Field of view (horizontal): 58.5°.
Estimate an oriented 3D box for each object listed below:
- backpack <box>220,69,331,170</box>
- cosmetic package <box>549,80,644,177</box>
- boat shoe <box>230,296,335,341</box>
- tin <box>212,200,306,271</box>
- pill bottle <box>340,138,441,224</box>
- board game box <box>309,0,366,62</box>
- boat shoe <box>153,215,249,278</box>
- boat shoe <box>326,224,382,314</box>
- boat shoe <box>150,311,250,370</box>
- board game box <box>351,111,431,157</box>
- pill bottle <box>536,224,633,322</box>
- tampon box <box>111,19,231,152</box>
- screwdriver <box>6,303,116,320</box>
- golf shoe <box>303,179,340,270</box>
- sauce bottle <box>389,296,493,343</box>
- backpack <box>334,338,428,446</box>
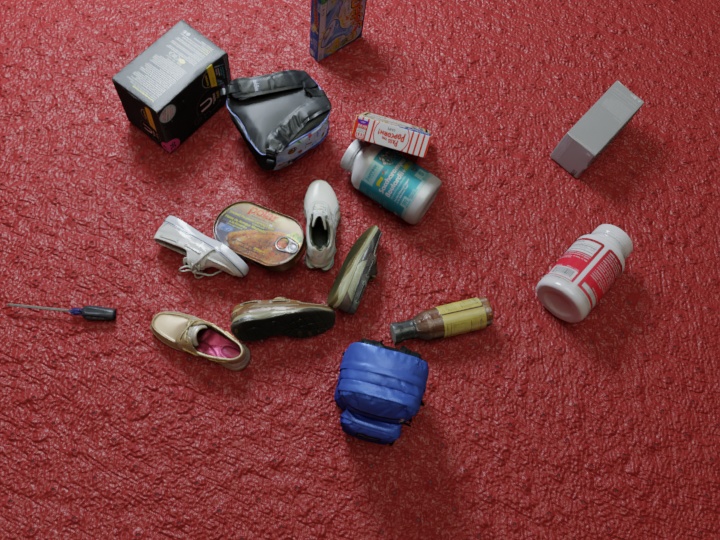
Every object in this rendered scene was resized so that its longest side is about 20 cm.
[{"bbox_3d":[-0.158,-0.314,1.334,0.190,0.154,0.200,-31,81,-8],"label":"backpack"},{"bbox_3d":[0.525,-0.312,1.429,0.200,0.107,0.090,-41,79,-20],"label":"cosmetic package"},{"bbox_3d":[-0.148,0.081,1.224,0.200,0.076,0.074,-2,41,-18],"label":"boat shoe"},{"bbox_3d":[-0.197,-0.068,1.268,0.200,0.042,0.112,23,76,22],"label":"tin"},{"bbox_3d":[0.059,-0.190,1.330,0.200,0.111,0.111,33,69,7],"label":"pill bottle"},{"bbox_3d":[-0.048,-0.565,1.414,0.135,0.200,0.034,-37,77,-17],"label":"board game box"},{"bbox_3d":[-0.318,-0.025,1.247,0.202,0.075,0.086,31,69,8],"label":"boat shoe"},{"bbox_3d":[0.000,0.000,1.278,0.066,0.072,0.201,36,58,-14],"label":"boat shoe"},{"bbox_3d":[-0.298,0.122,1.195,0.200,0.069,0.074,21,68,2],"label":"boat shoe"},{"bbox_3d":[0.068,-0.284,1.328,0.151,0.200,0.046,17,107,1],"label":"board game box"},{"bbox_3d":[0.457,0.001,1.298,0.112,0.112,0.200,43,71,11],"label":"pill bottle"},{"bbox_3d":[-0.382,-0.379,1.335,0.126,0.150,0.200,37,70,9],"label":"tampon box"},{"bbox_3d":[-0.562,0.076,1.212,0.200,0.029,0.028,4,69,0],"label":"screwdriver"},{"bbox_3d":[-0.076,-0.104,1.291,0.078,0.097,0.200,-2,68,-5],"label":"golf shoe"},{"bbox_3d":[0.157,0.100,1.255,0.200,0.066,0.066,-10,71,-9],"label":"sauce bottle"},{"bbox_3d":[0.038,0.213,1.126,0.162,0.200,0.168,11,68,-2],"label":"backpack"}]
